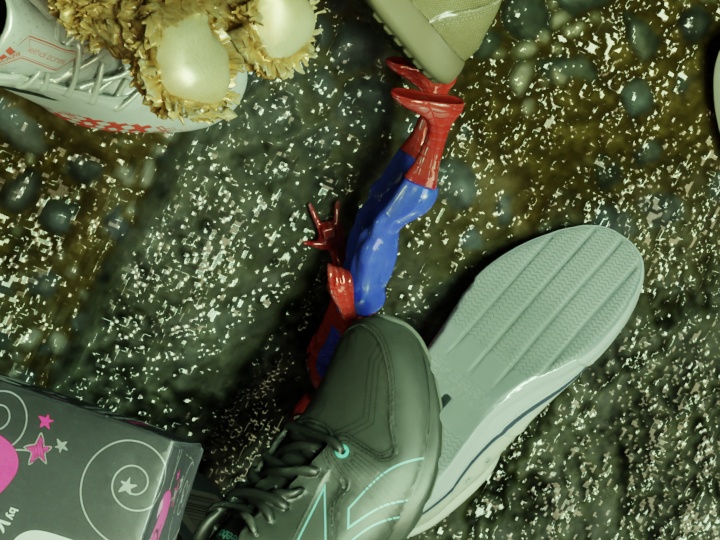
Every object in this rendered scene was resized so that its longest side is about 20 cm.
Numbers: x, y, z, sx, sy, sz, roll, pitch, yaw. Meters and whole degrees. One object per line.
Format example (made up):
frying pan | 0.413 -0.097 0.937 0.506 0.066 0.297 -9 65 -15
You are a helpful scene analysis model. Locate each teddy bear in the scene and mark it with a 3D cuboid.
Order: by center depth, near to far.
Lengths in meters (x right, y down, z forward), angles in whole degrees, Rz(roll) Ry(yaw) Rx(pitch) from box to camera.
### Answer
teddy bear | -0.104 -0.134 0.686 0.200 0.067 0.145 33 53 -2

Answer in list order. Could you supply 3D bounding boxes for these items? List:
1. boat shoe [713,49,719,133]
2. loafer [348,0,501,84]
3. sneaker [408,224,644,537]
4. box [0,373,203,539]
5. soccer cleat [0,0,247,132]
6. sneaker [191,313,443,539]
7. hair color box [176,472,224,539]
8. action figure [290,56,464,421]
boat shoe | 0.250 -0.060 0.921 0.200 0.073 0.063 50 45 -24
loafer | -0.004 -0.166 0.734 0.067 0.076 0.200 -44 128 -2
sneaker | 0.063 0.055 0.882 0.200 0.073 0.071 -40 161 -16
box | -0.150 0.148 0.721 0.114 0.132 0.201 17 84 1
soccer cleat | -0.134 -0.099 0.728 0.199 0.085 0.069 20 102 -26
sneaker | -0.023 0.110 0.760 0.079 0.075 0.201 25 76 -35
hair color box | -0.119 0.202 0.841 0.061 0.099 0.200 19 103 -38
action figure | 0.000 0.000 0.828 0.051 0.065 0.201 8 116 -12
